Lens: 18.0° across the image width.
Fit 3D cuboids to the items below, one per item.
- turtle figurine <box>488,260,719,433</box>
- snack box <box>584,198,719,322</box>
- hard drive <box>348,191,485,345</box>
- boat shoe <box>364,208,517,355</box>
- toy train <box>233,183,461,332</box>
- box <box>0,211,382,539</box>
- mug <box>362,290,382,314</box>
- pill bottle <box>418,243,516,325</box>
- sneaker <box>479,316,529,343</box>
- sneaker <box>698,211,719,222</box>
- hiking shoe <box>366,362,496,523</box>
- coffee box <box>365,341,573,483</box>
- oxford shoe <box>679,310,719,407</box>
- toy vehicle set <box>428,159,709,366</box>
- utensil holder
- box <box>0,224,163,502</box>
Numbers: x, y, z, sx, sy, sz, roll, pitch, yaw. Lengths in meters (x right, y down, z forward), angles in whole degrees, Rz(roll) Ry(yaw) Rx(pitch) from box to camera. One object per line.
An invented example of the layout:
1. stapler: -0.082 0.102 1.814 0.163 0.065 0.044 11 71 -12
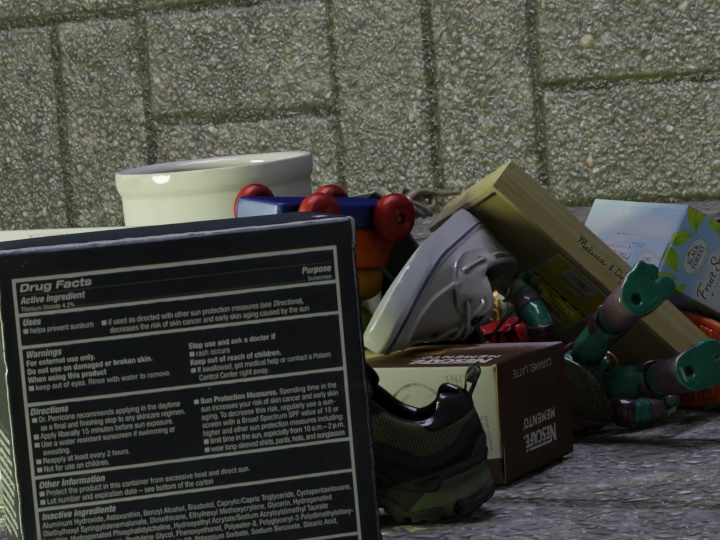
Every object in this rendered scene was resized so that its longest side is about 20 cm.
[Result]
1. turtle figurine: 0.165 0.069 1.616 0.200 0.150 0.101 -31 24 57
2. snack box: 0.283 0.015 1.763 0.200 0.068 0.169 27 -5 -17
3. hard drive: 0.020 0.006 1.755 0.033 0.140 0.200 -38 7 -10
4. boat shoe: 0.062 0.014 1.572 0.065 0.074 0.200 34 32 6
5. toy train: 0.000 0.000 1.605 0.200 0.116 0.085 -1 8 -43
6. box: -0.101 0.074 1.261 0.199 0.199 0.123 -6 6 -13
7. mug: -0.065 0.050 1.745 0.186 0.150 0.153 0 -12 8
8. pill bottle: 0.136 0.024 2.050 0.199 0.107 0.106 -3 6 25
9. sneaker: 0.114 0.073 1.831 0.115 0.079 0.200 -14 -5 -10
10. sneaker: 0.246 0.000 1.890 0.199 0.112 0.078 14 -2 -29
11. hiking shoe: -0.020 0.103 1.385 0.199 0.101 0.076 -5 5 1
12. coffee box: 0.029 0.095 1.538 0.199 0.080 0.114 -2 6 30
13. oxford shoe: 0.258 0.063 1.732 0.073 0.072 0.200 -2 3 -23
14. toy vehicle set: 0.152 0.010 1.674 0.027 0.200 0.124 -52 8 -24
15. utensil holder: -0.116 0.005 1.961 0.169 0.201 0.170 -6 7 1
16. box: -0.217 0.064 1.576 0.155 0.201 0.041 -2 -34 31
